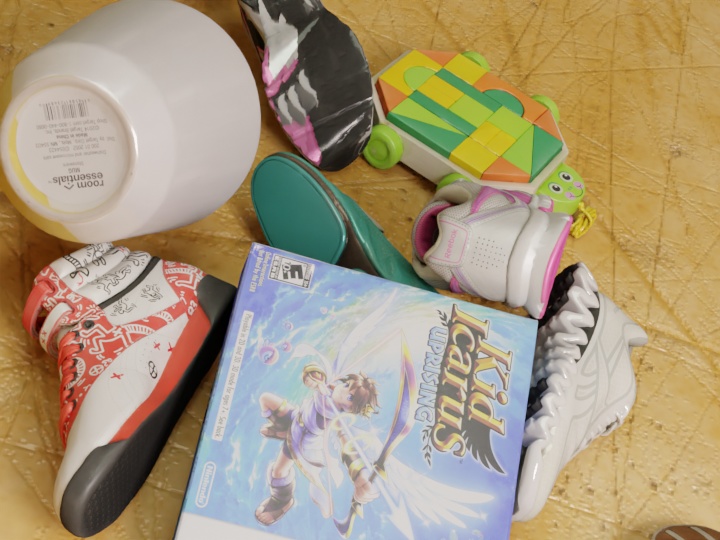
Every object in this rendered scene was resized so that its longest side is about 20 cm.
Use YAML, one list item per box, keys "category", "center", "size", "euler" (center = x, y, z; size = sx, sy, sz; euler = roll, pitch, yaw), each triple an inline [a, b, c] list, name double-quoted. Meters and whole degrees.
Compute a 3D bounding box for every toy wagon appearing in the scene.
- category: "toy wagon"
  center: [0.099, -0.098, 1.088]
  size: [0.199, 0.040, 0.155]
  euler: [33, 44, 13]

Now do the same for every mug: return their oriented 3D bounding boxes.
- category: "mug"
  center: [-0.160, -0.070, 0.864]
  size: [0.149, 0.187, 0.153]
  euler: [39, 17, -1]

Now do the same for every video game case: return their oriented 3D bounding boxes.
- category: "video game case"
  center: [0.000, 0.099, 0.805]
  size: [0.179, 0.046, 0.202]
  euler: [16, 60, -7]

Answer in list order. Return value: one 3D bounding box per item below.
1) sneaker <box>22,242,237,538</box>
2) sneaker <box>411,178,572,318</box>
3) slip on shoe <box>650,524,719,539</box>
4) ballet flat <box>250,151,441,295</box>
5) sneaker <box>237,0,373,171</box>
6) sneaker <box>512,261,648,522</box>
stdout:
- category: "sneaker"
  center: [-0.155, 0.060, 0.813]
  size: [0.107, 0.068, 0.202]
  euler: [21, 42, 7]
- category: "sneaker"
  center: [0.077, -0.023, 0.918]
  size: [0.087, 0.082, 0.200]
  euler: [17, 0, -2]
- category: "slip on shoe"
  center: [0.218, 0.219, 0.796]
  size: [0.075, 0.061, 0.200]
  euler: [-4, 27, -22]
- category: "ballet flat"
  center: [0.000, 0.000, 0.943]
  size: [0.070, 0.068, 0.200]
  euler: [3, 41, -52]
- category: "sneaker"
  center: [-0.042, -0.165, 1.076]
  size: [0.080, 0.086, 0.202]
  euler: [-19, 74, 0]
- category: "sneaker"
  center: [0.134, 0.083, 0.900]
  size: [0.081, 0.075, 0.201]
  euler: [37, 47, -10]
